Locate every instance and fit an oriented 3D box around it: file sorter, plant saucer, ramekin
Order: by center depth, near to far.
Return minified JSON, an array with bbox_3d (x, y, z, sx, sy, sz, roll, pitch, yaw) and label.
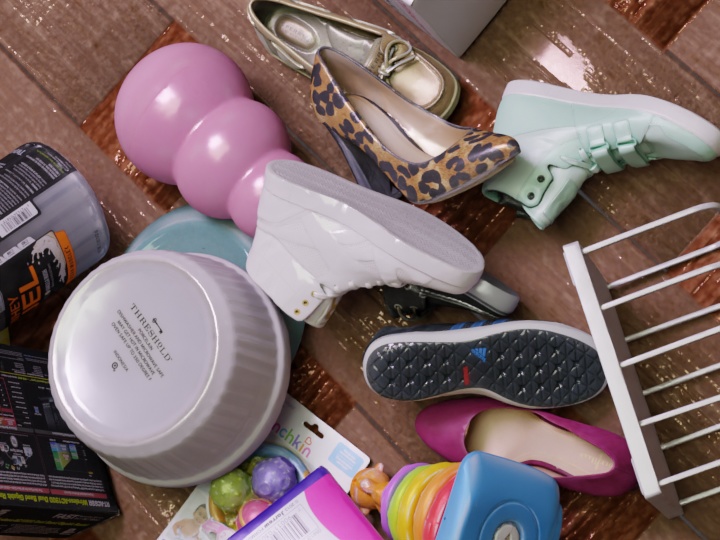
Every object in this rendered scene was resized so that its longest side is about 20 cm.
[{"bbox_3d":[0.252,0.069,1.535,0.124,0.139,0.201,-20,73,12],"label":"file sorter"},{"bbox_3d":[-0.166,0.075,1.660,0.201,0.094,0.204,-6,75,22],"label":"ramekin"},{"bbox_3d":[-0.143,0.032,1.733,0.199,0.036,0.201,-6,74,21],"label":"plant saucer"}]

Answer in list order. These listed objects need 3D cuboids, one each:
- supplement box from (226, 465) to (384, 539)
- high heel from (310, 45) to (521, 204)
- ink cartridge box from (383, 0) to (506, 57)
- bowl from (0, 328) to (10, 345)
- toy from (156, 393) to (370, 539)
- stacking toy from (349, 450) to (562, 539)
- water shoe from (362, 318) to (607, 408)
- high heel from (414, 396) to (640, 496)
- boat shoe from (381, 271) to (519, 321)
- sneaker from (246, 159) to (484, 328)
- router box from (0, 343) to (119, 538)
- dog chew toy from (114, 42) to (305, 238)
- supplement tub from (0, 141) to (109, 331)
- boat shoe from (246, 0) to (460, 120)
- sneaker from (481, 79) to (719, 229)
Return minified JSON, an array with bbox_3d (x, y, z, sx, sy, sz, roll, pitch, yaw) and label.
[{"bbox_3d":[-0.001,0.269,1.570,0.101,0.104,0.200,-37,54,-7],"label":"supplement box"},{"bbox_3d":[0.038,-0.128,1.625,0.199,0.071,0.143,-10,109,51],"label":"high heel"},{"bbox_3d":[0.037,-0.308,1.686,0.200,0.147,0.146,40,93,23],"label":"ink cartridge box"},{"bbox_3d":[-0.425,0.073,1.794,0.199,0.108,0.202,-4,77,20],"label":"bowl"},{"bbox_3d":[-0.097,0.204,1.679,0.115,0.047,0.201,36,93,22],"label":"toy"},{"bbox_3d":[0.055,0.192,1.592,0.199,0.109,0.117,11,81,54],"label":"stacking toy"},{"bbox_3d":[0.101,0.064,1.622,0.198,0.079,0.072,2,108,0],"label":"water shoe"},{"bbox_3d":[0.127,0.133,1.587,0.199,0.096,0.068,8,81,21],"label":"high heel"},{"bbox_3d":[0.036,0.007,1.664,0.199,0.070,0.067,25,95,23],"label":"boat shoe"},{"bbox_3d":[0.000,0.000,1.621,0.199,0.074,0.116,26,114,21],"label":"sneaker"},{"bbox_3d":[-0.297,0.142,1.682,0.062,0.200,0.151,-26,70,21],"label":"router box"},{"bbox_3d":[-0.116,-0.102,1.713,0.200,0.124,0.125,43,95,19],"label":"dog chew toy"},{"bbox_3d":[-0.324,-0.011,1.725,0.200,0.123,0.122,-38,65,-26],"label":"supplement tub"},{"bbox_3d":[-0.008,-0.182,1.720,0.200,0.063,0.073,31,90,23],"label":"boat shoe"},{"bbox_3d":[0.193,-0.080,1.619,0.199,0.074,0.119,11,76,31],"label":"sneaker"}]
